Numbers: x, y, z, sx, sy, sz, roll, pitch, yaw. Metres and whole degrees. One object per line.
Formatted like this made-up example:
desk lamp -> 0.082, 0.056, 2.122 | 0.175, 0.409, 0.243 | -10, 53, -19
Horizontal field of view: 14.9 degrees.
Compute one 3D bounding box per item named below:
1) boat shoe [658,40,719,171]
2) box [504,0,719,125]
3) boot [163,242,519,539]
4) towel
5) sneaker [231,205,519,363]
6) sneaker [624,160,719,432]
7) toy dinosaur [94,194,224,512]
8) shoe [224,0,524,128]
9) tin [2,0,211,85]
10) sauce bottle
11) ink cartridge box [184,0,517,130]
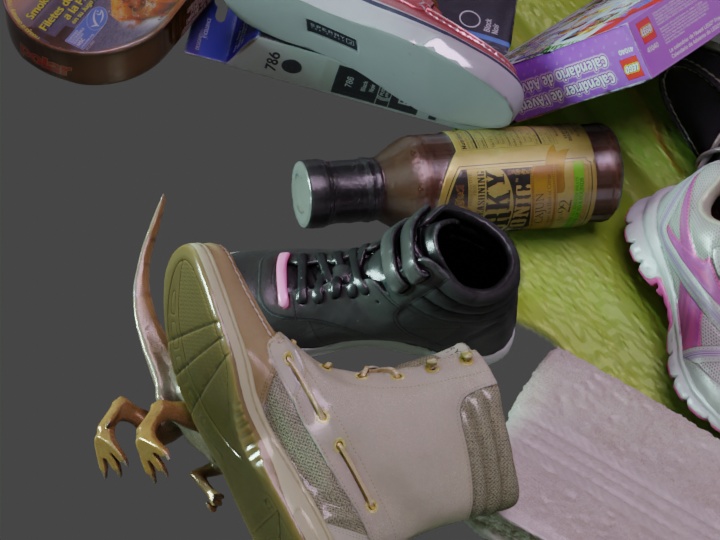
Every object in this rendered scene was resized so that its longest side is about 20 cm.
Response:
boat shoe -> 0.244, -0.057, 1.700 | 0.060, 0.074, 0.201 | -25, 73, -34
box -> 0.178, -0.154, 1.691 | 0.200, 0.136, 0.039 | -34, 101, -41
boot -> -0.010, 0.062, 1.492 | 0.154, 0.072, 0.201 | -20, 81, -29
towel -> 0.164, 0.137, 1.563 | 0.199, 0.035, 0.133 | 30, 52, 9
sneaker -> 0.000, 0.000, 1.565 | 0.198, 0.099, 0.071 | 6, 56, -9
sneaker -> 0.224, 0.016, 1.618 | 0.081, 0.088, 0.201 | 1, 54, -35
toy dinosaur -> -0.100, 0.071, 1.530 | 0.106, 0.060, 0.201 | -31, 83, -41
shoe -> 0.022, -0.164, 1.658 | 0.199, 0.072, 0.091 | 25, 63, 12
tin -> -0.142, -0.193, 1.700 | 0.112, 0.042, 0.200 | 28, 56, 13
sauce bottle -> 0.058, -0.052, 1.650 | 0.199, 0.065, 0.065 | -6, 57, -16
ink cartridge box -> -0.004, -0.156, 1.722 | 0.199, 0.039, 0.100 | 14, 54, -4
